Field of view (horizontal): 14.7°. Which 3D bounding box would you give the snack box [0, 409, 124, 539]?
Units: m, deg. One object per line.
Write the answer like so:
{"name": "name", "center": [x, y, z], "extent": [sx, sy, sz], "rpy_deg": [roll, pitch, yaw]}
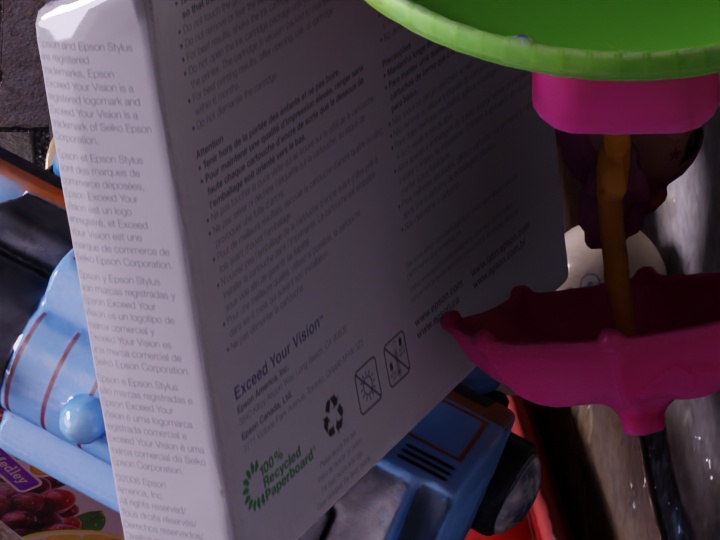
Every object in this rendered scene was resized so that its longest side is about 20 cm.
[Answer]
{"name": "snack box", "center": [-0.067, 0.069, 1.098], "extent": [0.200, 0.142, 0.053], "rpy_deg": [47, -157, -46]}

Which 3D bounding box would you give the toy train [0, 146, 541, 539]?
{"name": "toy train", "center": [-0.045, 0.031, 0.810], "extent": [0.087, 0.200, 0.114], "rpy_deg": [-67, -10, 25]}

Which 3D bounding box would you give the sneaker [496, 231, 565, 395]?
{"name": "sneaker", "center": [0.009, -0.047, 0.922], "extent": [0.200, 0.075, 0.106], "rpy_deg": [39, 137, 32]}

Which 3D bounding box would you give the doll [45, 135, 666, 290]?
{"name": "doll", "center": [0.000, 0.000, 0.875], "extent": [0.048, 0.199, 0.137], "rpy_deg": [-22, -66, -67]}

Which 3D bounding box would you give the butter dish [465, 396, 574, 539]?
{"name": "butter dish", "center": [-0.008, 0.126, 1.001], "extent": [0.200, 0.147, 0.200], "rpy_deg": [-105, 17, -53]}

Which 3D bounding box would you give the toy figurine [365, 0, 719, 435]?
{"name": "toy figurine", "center": [0.063, -0.053, 0.698], "extent": [0.184, 0.150, 0.200], "rpy_deg": [86, -176, -47]}

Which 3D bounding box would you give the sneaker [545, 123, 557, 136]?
{"name": "sneaker", "center": [0.058, -0.095, 0.885], "extent": [0.200, 0.076, 0.091], "rpy_deg": [-94, -1, -53]}

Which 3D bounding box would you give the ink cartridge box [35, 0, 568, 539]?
{"name": "ink cartridge box", "center": [-0.009, -0.053, 0.703], "extent": [0.200, 0.040, 0.201], "rpy_deg": [-39, -51, -54]}
